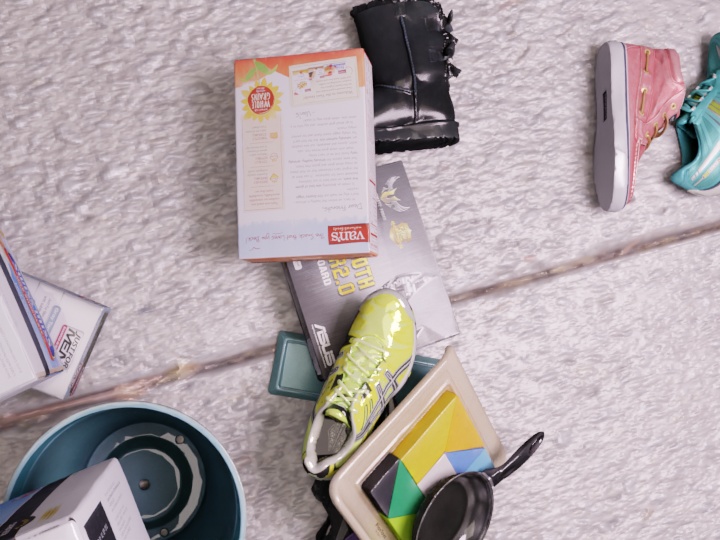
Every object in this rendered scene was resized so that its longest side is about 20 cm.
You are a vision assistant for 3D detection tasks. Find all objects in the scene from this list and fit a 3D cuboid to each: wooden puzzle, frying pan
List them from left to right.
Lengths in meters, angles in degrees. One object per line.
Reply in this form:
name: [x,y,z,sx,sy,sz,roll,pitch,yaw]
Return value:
wooden puzzle: [0.072,0.205,0.833,0.200,0.037,0.186,-47,129,-24]
frying pan: [0.110,0.221,0.829,0.115,0.031,0.191,43,73,-42]

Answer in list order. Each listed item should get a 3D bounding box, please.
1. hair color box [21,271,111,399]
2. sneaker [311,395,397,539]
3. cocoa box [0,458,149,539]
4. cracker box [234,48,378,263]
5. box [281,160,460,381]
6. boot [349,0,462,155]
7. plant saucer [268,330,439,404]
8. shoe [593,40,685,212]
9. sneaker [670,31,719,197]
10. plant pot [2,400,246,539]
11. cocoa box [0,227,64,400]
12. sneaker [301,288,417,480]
hair color box: [-0.366,0.044,0.820,0.199,0.061,0.100,23,83,-7]
sneaker: [-0.007,0.212,0.859,0.087,0.076,0.202,4,92,-3]
cocoa box: [-0.220,0.230,0.564,0.131,0.200,0.134,-22,91,-10]
cracker box: [-0.054,-0.111,0.819,0.133,0.058,0.202,-2,86,10]
box: [0.000,0.000,0.882,0.157,0.048,0.201,-17,85,-11]
boot: [0.017,-0.212,0.897,0.197,0.073,0.164,-6,84,-7]
plant saucer: [0.003,0.118,0.901,0.199,0.019,0.070,11,85,-10]
shoe: [0.323,-0.165,0.945,0.090,0.071,0.202,3,81,-4]
sneaker: [0.412,-0.188,0.964,0.079,0.078,0.201,10,85,0]
plant pot: [-0.208,0.215,0.771,0.199,0.188,0.202,1,86,-9]
cocoa box: [-0.371,0.030,0.722,0.133,0.131,0.201,-24,91,-10]
sneaker: [0.001,0.115,0.796,0.075,0.076,0.201,20,92,10]
